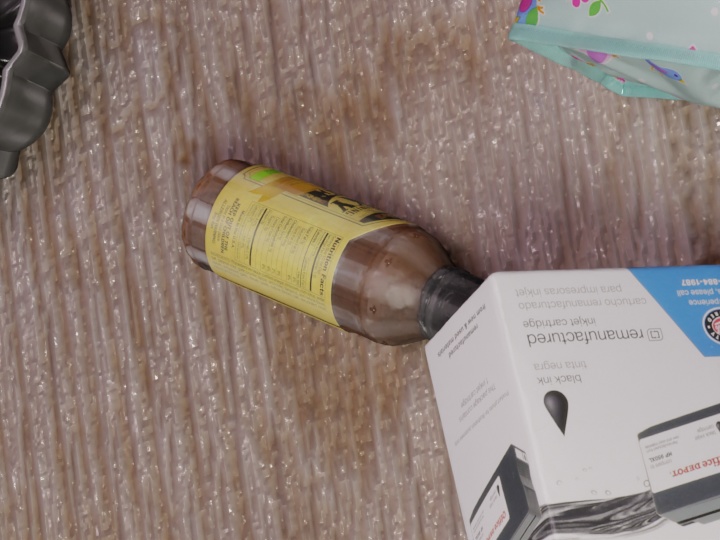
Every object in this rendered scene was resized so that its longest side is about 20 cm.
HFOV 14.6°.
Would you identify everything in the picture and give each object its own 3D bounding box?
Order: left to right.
[{"bbox_3d":[-0.242,-0.124,1.601,0.201,0.076,0.203,-10,72,32],"label":"bundt pan"},{"bbox_3d":[0.000,0.000,1.415,0.199,0.065,0.065,23,91,34],"label":"sauce bottle"},{"bbox_3d":[0.126,0.105,1.240,0.084,0.144,0.201,129,134,-56],"label":"ink cartridge box"},{"bbox_3d":[0.190,-0.158,1.290,0.199,0.122,0.172,11,84,41],"label":"lunch bag"}]
